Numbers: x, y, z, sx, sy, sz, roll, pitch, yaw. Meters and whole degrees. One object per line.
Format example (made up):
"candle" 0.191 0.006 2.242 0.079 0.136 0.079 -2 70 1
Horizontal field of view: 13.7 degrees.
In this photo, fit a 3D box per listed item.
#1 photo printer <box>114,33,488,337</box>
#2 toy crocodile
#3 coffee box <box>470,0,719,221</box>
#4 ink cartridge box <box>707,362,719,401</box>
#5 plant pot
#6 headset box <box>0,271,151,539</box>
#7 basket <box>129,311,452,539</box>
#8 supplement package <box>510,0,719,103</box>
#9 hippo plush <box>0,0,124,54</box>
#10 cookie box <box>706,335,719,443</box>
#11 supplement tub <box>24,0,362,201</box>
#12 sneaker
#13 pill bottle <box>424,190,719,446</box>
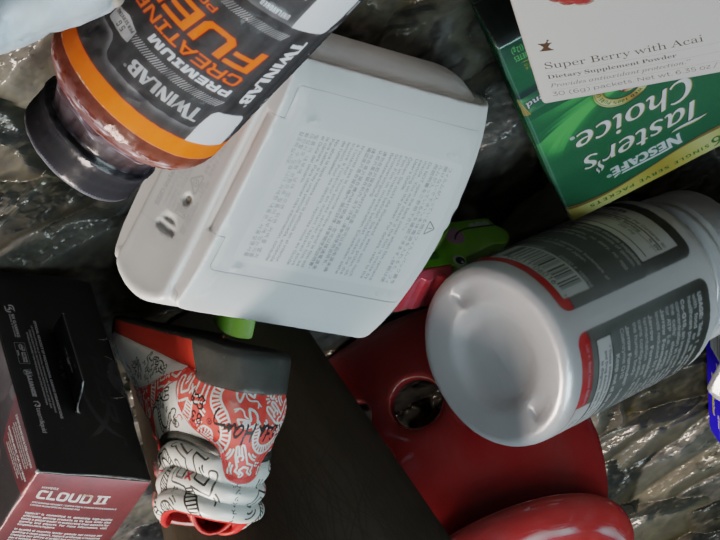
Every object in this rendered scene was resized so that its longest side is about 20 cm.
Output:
"photo printer" -0.023 -0.047 1.633 0.200 0.069 0.166 10 112 -50
"toy crocodile" 0.000 0.000 1.767 0.200 0.062 0.068 -4 141 -32
"coffee box" 0.145 -0.116 1.722 0.123 0.044 0.200 -27 147 0
"ink cartridge box" 0.310 -0.007 1.871 0.146 0.084 0.200 -50 168 -55
"plant pot" 0.069 0.147 1.915 0.200 0.183 0.200 -20 148 -13
"headset box" -0.198 0.107 1.695 0.075 0.149 0.200 8 135 -33
"basket" -0.051 0.126 1.779 0.180 0.200 0.136 -8 144 -25
"supplement package" 0.125 -0.194 1.503 0.121 0.120 0.200 -10 148 10
"hippo plush" -0.218 -0.167 1.345 0.200 0.159 0.161 -33 119 -17
"cookie box" 0.344 0.054 2.071 0.200 0.075 0.171 -23 146 -7
"supplement tub" -0.082 -0.123 1.496 0.107 0.107 0.200 14 129 -46
"sneaker" -0.101 0.087 1.679 0.067 0.201 0.108 9 91 -24
"pill bottle" 0.143 0.024 1.813 0.200 0.114 0.114 -22 153 -44
